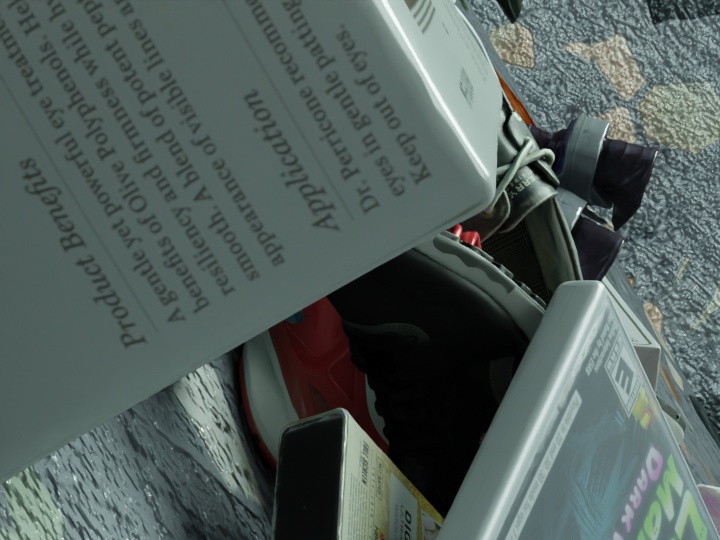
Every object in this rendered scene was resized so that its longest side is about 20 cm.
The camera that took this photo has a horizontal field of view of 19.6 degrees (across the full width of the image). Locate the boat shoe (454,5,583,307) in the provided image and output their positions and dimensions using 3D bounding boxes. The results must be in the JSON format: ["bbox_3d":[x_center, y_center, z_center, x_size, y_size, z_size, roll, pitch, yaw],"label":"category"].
[{"bbox_3d":[0.059,-0.034,0.902,0.071,0.072,0.201,7,-54,54],"label":"boat shoe"}]

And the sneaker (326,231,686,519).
[{"bbox_3d":[0.037,0.049,0.780,0.200,0.088,0.076,37,-12,-28],"label":"sneaker"}]

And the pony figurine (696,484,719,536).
[{"bbox_3d":[0.123,0.158,1.034,0.193,0.167,0.200,40,3,12],"label":"pony figurine"}]

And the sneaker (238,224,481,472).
[{"bbox_3d":[0.000,0.000,0.896,0.078,0.115,0.201,47,18,-48],"label":"sneaker"}]

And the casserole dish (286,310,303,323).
[{"bbox_3d":[-0.088,-0.057,0.781,0.201,0.039,0.121,58,-9,-6],"label":"casserole dish"}]

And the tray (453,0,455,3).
[{"bbox_3d":[-0.014,-0.215,0.920,0.107,0.022,0.202,26,44,-59],"label":"tray"}]

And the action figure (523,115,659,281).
[{"bbox_3d":[0.037,-0.062,0.987,0.199,0.069,0.131,30,57,1],"label":"action figure"}]

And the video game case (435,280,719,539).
[{"bbox_3d":[0.077,0.137,0.731,0.183,0.023,0.201,62,41,-33],"label":"video game case"}]

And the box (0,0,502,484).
[{"bbox_3d":[-0.076,-0.082,0.617,0.200,0.170,0.200,59,10,-9],"label":"box"}]

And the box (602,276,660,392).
[{"bbox_3d":[0.079,0.042,1.066,0.200,0.115,0.061,-105,-160,-78],"label":"box"}]

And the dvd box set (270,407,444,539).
[{"bbox_3d":[0.027,0.162,0.732,0.200,0.029,0.147,50,33,-44],"label":"dvd box set"}]

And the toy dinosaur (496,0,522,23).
[{"bbox_3d":[-0.001,-0.145,0.763,0.135,0.201,0.102,12,32,-40],"label":"toy dinosaur"}]
